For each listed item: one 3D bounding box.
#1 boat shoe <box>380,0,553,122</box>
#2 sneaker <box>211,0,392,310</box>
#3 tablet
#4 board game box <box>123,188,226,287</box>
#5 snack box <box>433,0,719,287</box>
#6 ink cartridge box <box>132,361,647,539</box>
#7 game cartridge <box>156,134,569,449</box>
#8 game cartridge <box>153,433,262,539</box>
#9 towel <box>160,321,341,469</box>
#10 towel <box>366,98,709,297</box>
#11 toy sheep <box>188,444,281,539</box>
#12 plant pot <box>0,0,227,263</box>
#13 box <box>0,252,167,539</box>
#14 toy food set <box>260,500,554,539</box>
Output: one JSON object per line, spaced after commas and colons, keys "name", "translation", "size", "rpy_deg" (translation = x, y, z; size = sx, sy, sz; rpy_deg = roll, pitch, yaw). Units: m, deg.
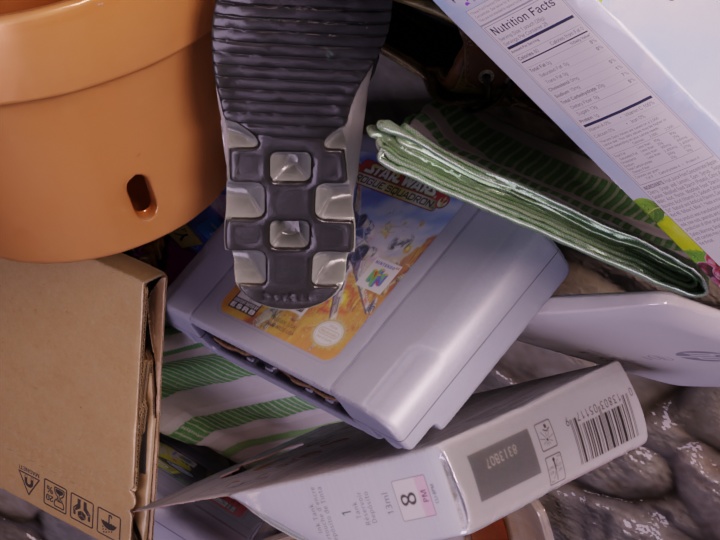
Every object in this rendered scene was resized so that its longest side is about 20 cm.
{"name": "boat shoe", "translation": [0.055, -0.099, 1.005], "size": [0.199, 0.068, 0.072], "rpy_deg": [29, 147, 1]}
{"name": "sneaker", "translation": [-0.028, -0.089, 0.964], "size": [0.074, 0.089, 0.201], "rpy_deg": [7, 125, -4]}
{"name": "tablet", "translation": [0.148, 0.036, 1.073], "size": [0.130, 0.014, 0.200], "rpy_deg": [-4, 167, 41]}
{"name": "board game box", "translation": [-0.146, -0.037, 1.206], "size": [0.200, 0.041, 0.199], "rpy_deg": [44, 143, -17]}
{"name": "snack box", "translation": [0.128, -0.113, 0.833], "size": [0.200, 0.169, 0.068], "rpy_deg": [41, 145, -18]}
{"name": "ink cartridge box", "translation": [0.015, 0.100, 1.091], "size": [0.199, 0.162, 0.057], "rpy_deg": [-21, 89, 39]}
{"name": "game cartridge", "translation": [0.000, 0.000, 1.056], "size": [0.200, 0.133, 0.042], "rpy_deg": [23, 162, 50]}
{"name": "game cartridge", "translation": [-0.119, 0.122, 1.288], "size": [0.133, 0.041, 0.200], "rpy_deg": [28, -178, 1]}
{"name": "towel", "translation": [-0.064, 0.073, 1.243], "size": [0.152, 0.024, 0.200], "rpy_deg": [-16, 147, 40]}
{"name": "towel", "translation": [0.085, -0.038, 0.988], "size": [0.152, 0.023, 0.200], "rpy_deg": [24, -170, 5]}
{"name": "toy sheep", "translation": [-0.086, 0.185, 1.451], "size": [0.200, 0.138, 0.138], "rpy_deg": [35, 150, -29]}
{"name": "plant pot", "translation": [-0.134, -0.098, 1.013], "size": [0.199, 0.200, 0.141], "rpy_deg": [9, 128, 30]}
{"name": "box", "translation": [-0.185, 0.039, 1.157], "size": [0.199, 0.021, 0.164], "rpy_deg": [23, 123, 28]}
{"name": "toy food set", "translation": [0.029, 0.209, 1.383], "size": [0.199, 0.061, 0.144], "rpy_deg": [-16, 136, 4]}
